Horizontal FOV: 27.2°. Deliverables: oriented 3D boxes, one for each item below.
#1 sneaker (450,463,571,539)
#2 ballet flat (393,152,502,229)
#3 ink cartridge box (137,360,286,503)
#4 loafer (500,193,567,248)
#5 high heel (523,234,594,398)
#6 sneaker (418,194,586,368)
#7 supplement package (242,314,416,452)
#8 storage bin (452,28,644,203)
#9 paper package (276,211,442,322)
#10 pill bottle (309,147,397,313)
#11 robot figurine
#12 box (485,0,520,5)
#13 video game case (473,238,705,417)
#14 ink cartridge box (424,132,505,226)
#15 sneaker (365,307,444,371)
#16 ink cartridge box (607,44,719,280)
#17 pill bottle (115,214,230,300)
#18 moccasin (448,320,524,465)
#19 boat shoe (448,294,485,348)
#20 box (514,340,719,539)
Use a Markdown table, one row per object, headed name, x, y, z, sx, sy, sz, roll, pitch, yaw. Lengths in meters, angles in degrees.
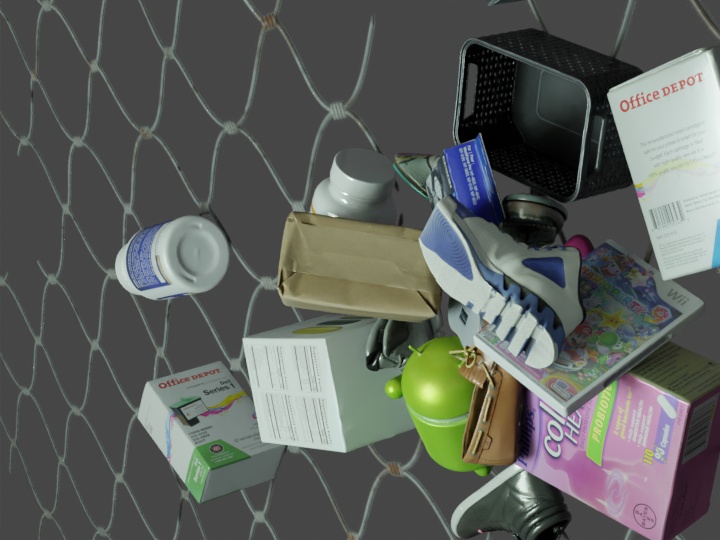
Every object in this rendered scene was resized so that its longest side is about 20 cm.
| name | x | y | z | sx | sy | sz | roll | pitch | yaw |
| --- | --- | --- | --- | --- | --- | --- | --- | --- | --- |
| sneaker | 0.183 | 0.310 | 1.818 | 0.200 | 0.070 | 0.100 | -49 | 58 | 45 |
| ballet flat | 0.121 | -0.089 | 1.773 | 0.200 | 0.069 | 0.071 | 50 | 120 | 25 |
| ink cartridge box | -0.232 | 0.246 | 2.299 | 0.200 | 0.144 | 0.084 | 48 | 136 | 34 |
| loafer | 0.185 | -0.037 | 1.619 | 0.200 | 0.071 | 0.063 | 57 | -136 | -81 |
| high heel | 0.213 | 0.059 | 1.664 | 0.067 | 0.096 | 0.201 | 29 | 125 | 45 |
| sneaker | 0.160 | 0.001 | 1.538 | 0.200 | 0.115 | 0.081 | 48 | 142 | 13 |
| supplement package | -0.032 | 0.145 | 1.982 | 0.200 | 0.151 | 0.152 | -3 | 99 | 54 |
| storage bin | 0.202 | -0.170 | 1.600 | 0.200 | 0.093 | 0.136 | 31 | 125 | 44 |
| paper package | 0.000 | 0.000 | 1.759 | 0.200 | 0.190 | 0.104 | 120 | 159 | -85 |
| pill bottle | -0.015 | -0.054 | 1.922 | 0.111 | 0.111 | 0.201 | 45 | 135 | 35 |
| robot figurine | 0.117 | 0.160 | 1.776 | 0.175 | 0.116 | 0.200 | 11 | 144 | 31 |
| box | 0.164 | -0.391 | 1.544 | 0.106 | 0.122 | 0.201 | -36 | 73 | 52 |
| video game case | 0.238 | 0.056 | 1.548 | 0.143 | 0.200 | 0.018 | 39 | 153 | 40 |
| ink cartridge box | 0.112 | -0.078 | 1.641 | 0.200 | 0.039 | 0.100 | 119 | 137 | -77 |
| sneaker | 0.061 | 0.131 | 1.882 | 0.075 | 0.115 | 0.201 | -23 | 83 | 54 |
| ink cartridge box | 0.339 | -0.107 | 1.442 | 0.144 | 0.084 | 0.201 | -19 | 88 | 54 |
| pill bottle | -0.300 | -0.016 | 2.319 | 0.200 | 0.119 | 0.120 | -11 | 94 | 54 |
| moccasin | 0.138 | 0.112 | 1.621 | 0.074 | 0.077 | 0.203 | -116 | 29 | -75 |
| boat shoe | 0.150 | 0.049 | 1.748 | 0.200 | 0.069 | 0.071 | -111 | 34 | -72 |
| box | 0.279 | 0.160 | 1.588 | 0.200 | 0.096 | 0.177 | 27 | 124 | 36 |
